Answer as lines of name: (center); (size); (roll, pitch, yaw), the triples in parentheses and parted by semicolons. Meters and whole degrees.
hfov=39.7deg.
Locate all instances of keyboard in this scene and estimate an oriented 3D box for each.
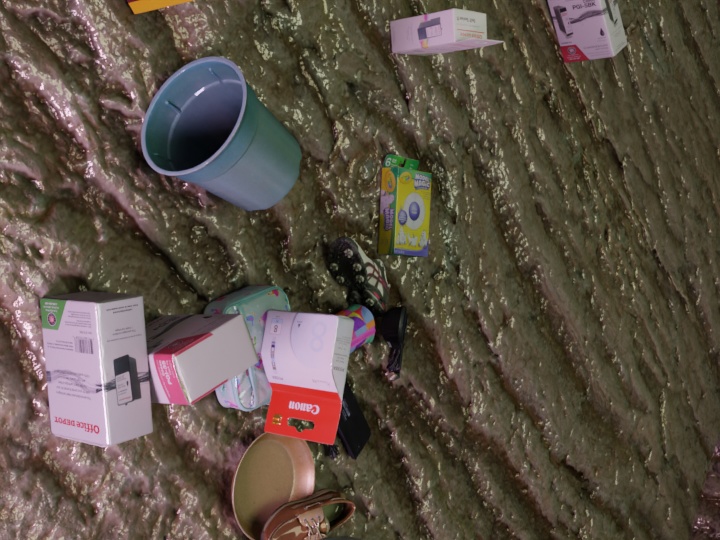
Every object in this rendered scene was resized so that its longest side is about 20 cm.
keyboard: (-0.046, 0.277, 1.884); (0.127, 0.021, 0.200); (-51, 126, -43)

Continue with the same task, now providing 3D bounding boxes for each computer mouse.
computer mouse: (0.060, 0.142, 1.937); (0.200, 0.046, 0.141); (61, 38, -80)

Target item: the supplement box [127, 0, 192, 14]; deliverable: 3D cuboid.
supplement box: (-0.282, -0.508, 1.453); (0.133, 0.197, 0.200); (-52, 128, -35)

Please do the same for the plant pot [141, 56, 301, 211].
plant pot: (-0.204, -0.198, 1.570); (0.196, 0.200, 0.201); (37, 64, -52)

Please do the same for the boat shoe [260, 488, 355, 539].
boat shoe: (-0.087, 0.437, 1.743); (0.200, 0.074, 0.076); (-22, 108, -47)

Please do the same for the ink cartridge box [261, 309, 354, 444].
ink cartridge box: (-0.096, 0.167, 1.597); (0.047, 0.160, 0.201); (19, 77, -48)

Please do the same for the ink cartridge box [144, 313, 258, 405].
ink cartridge box: (-0.275, 0.129, 1.478); (0.146, 0.200, 0.083); (-32, 111, -44)

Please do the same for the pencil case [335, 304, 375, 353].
pencil case: (-0.053, 0.133, 1.824); (0.200, 0.088, 0.089); (-33, 115, -45)

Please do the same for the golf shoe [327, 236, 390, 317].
golf shoe: (0.000, 0.000, 1.897); (0.088, 0.077, 0.200); (-62, 142, -37)

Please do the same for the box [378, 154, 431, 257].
box: (0.092, -0.130, 2.013); (0.117, 0.048, 0.201); (3, 87, -50)

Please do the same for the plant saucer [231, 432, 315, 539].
plant saucer: (-0.159, 0.373, 1.742); (0.200, 0.035, 0.201); (-2, 93, -49)

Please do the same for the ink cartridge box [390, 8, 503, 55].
ink cartridge box: (0.172, -0.474, 1.978); (0.117, 0.200, 0.068); (-9, 98, -49)

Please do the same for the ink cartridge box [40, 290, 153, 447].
ink cartridge box: (-0.372, 0.135, 1.406); (0.083, 0.146, 0.201); (-9, 99, -48)

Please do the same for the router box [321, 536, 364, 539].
router box: (-0.076, 0.589, 1.834); (0.200, 0.049, 0.180); (11, 83, -49)

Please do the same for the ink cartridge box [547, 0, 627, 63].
ink cartridge box: (0.555, -0.627, 2.461); (0.083, 0.146, 0.200); (-43, 121, -37)

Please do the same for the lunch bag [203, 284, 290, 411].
lunch bag: (-0.182, 0.134, 1.677); (0.160, 0.077, 0.201); (-23, 108, -47)
